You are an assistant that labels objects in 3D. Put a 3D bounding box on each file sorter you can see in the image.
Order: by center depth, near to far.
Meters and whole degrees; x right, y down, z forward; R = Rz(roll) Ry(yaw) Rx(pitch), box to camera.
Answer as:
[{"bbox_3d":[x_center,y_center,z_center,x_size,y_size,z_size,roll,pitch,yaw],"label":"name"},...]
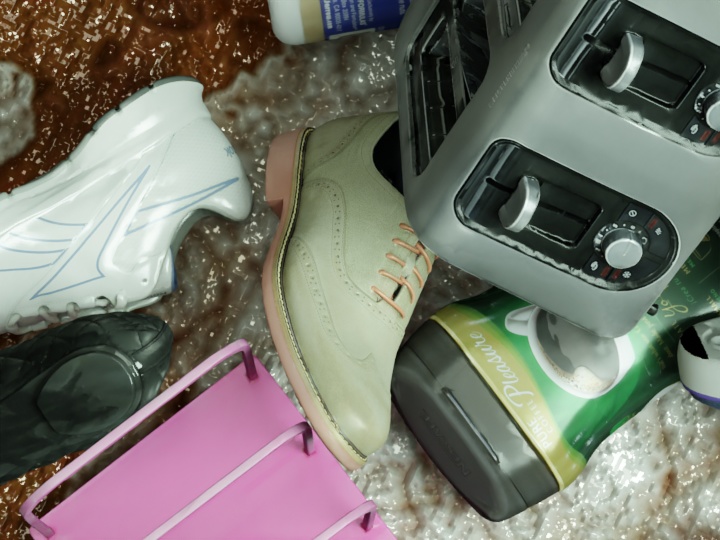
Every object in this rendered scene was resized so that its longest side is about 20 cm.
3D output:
[{"bbox_3d":[-0.046,0.151,1.190,0.139,0.125,0.200,-37,81,-5],"label":"file sorter"}]

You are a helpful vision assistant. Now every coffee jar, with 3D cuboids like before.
[{"bbox_3d":[0.111,0.027,1.229,0.200,0.085,0.104,-37,87,-6],"label":"coffee jar"}]

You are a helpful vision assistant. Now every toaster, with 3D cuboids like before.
[{"bbox_3d":[0.108,-0.105,1.137,0.118,0.181,0.200,22,36,-19],"label":"toaster"}]

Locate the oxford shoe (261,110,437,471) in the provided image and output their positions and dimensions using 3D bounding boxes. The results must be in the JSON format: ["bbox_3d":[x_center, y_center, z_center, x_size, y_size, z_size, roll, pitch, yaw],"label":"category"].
[{"bbox_3d":[0.000,0.000,1.199,0.074,0.071,0.201,-21,49,18],"label":"oxford shoe"}]

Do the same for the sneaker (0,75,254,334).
[{"bbox_3d":[-0.139,-0.008,1.249,0.200,0.075,0.087,-37,87,-4],"label":"sneaker"}]

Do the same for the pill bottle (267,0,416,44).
[{"bbox_3d":[0.047,-0.181,1.251,0.199,0.116,0.116,-10,80,-1],"label":"pill bottle"}]

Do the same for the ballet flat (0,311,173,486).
[{"bbox_3d":[-0.173,0.069,1.224,0.199,0.057,0.067,-17,100,25],"label":"ballet flat"}]

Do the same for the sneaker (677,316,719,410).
[{"bbox_3d":[0.235,0.103,1.192,0.199,0.081,0.147,5,112,-6],"label":"sneaker"}]
